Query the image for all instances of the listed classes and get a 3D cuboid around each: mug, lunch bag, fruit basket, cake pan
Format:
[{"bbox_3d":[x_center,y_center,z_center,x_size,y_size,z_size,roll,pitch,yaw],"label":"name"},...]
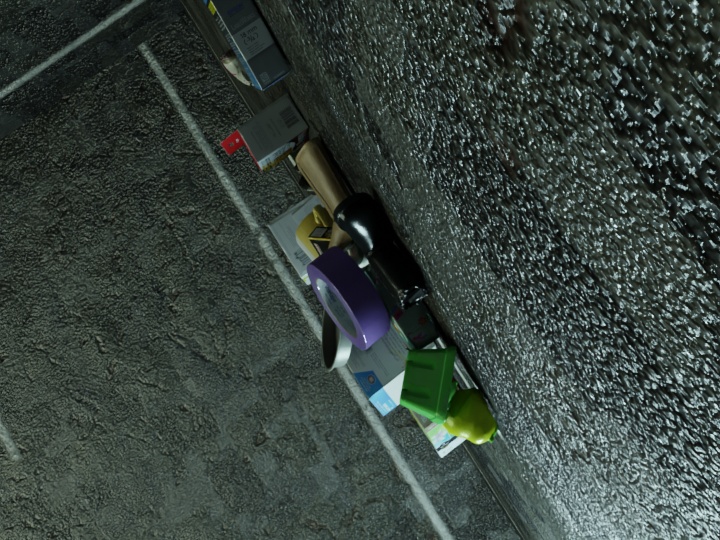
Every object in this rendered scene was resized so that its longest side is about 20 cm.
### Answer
[{"bbox_3d":[-0.093,-0.071,1.801,0.185,0.149,0.155,26,-155,-53],"label":"mug"},{"bbox_3d":[0.080,0.072,1.324,0.203,0.076,0.160,57,177,3],"label":"lunch bag"},{"bbox_3d":[0.174,0.237,1.258,0.209,0.160,0.216,12,167,3],"label":"fruit basket"},{"bbox_3d":[-0.053,0.128,1.511,0.200,0.036,0.207,-175,90,-75],"label":"cake pan"}]

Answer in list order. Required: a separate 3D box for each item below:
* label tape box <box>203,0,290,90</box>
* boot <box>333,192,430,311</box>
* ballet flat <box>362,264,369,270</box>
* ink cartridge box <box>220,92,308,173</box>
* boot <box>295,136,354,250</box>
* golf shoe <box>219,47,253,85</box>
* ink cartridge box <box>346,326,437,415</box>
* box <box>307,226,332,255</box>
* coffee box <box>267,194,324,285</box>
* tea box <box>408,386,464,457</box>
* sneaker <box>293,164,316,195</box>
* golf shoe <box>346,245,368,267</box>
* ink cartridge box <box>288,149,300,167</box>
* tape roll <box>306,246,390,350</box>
[{"bbox_3d":[-0.200,-0.408,1.097,0.203,0.062,0.144,59,177,-22],"label":"label tape box"},{"bbox_3d":[0.038,-0.025,1.077,0.165,0.072,0.198,58,-175,22],"label":"boot"},{"bbox_3d":[0.000,0.000,1.475,0.067,0.198,0.065,33,126,26],"label":"ballet flat"},{"bbox_3d":[-0.204,-0.279,1.426,0.085,0.173,0.200,55,178,-5],"label":"ink cartridge box"},{"bbox_3d":[-0.065,-0.142,1.330,0.202,0.065,0.175,55,145,5],"label":"boot"},{"bbox_3d":[-0.257,-0.462,1.474,0.093,0.072,0.200,51,-172,-13],"label":"golf shoe"},{"bbox_3d":[0.081,0.213,1.580,0.148,0.198,0.145,53,178,34],"label":"ink cartridge box"},{"bbox_3d":[-0.022,-0.018,1.629,0.157,0.050,0.202,6,138,41],"label":"box"},{"bbox_3d":[-0.150,-0.102,2.097,0.202,0.197,0.198,56,178,7],"label":"coffee box"},{"bbox_3d":[0.186,0.330,1.691,0.201,0.132,0.198,54,177,39],"label":"tea box"},{"bbox_3d":[-0.101,-0.216,1.545,0.079,0.075,0.201,44,-170,-26],"label":"sneaker"},{"bbox_3d":[-0.035,-0.092,1.436,0.202,0.087,0.078,57,179,29],"label":"golf shoe"},{"bbox_3d":[-0.170,-0.311,1.731,0.148,0.047,0.200,57,177,7],"label":"ink cartridge box"},{"bbox_3d":[-0.025,0.055,1.299,0.201,0.065,0.201,49,163,20],"label":"tape roll"}]
